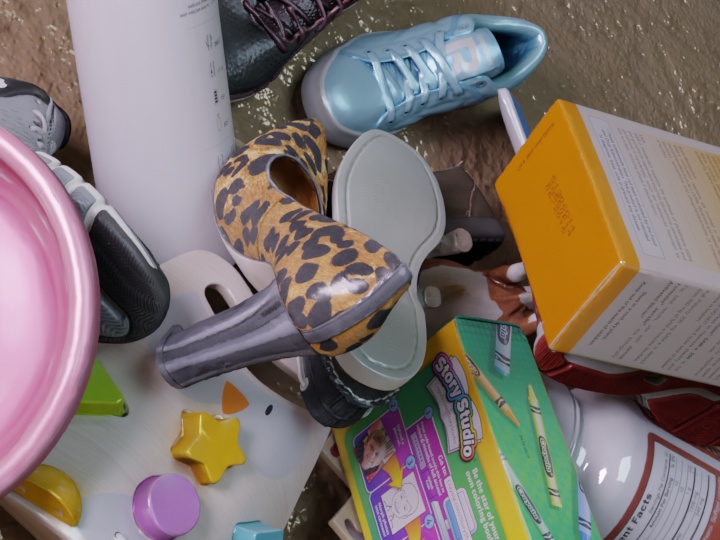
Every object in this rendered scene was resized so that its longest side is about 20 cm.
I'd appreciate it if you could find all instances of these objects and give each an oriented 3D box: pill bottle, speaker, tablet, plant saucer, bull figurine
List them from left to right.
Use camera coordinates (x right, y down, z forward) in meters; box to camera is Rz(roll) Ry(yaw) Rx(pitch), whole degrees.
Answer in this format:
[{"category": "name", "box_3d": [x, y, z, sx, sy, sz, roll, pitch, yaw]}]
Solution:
[{"category": "plant saucer", "box_3d": [-0.213, 0.022, 0.754, 0.051, 0.200, 0.201, 48, 29, -79]}, {"category": "speaker", "box_3d": [-0.109, -0.096, 0.871, 0.081, 0.081, 0.200, -33, 128, -43]}, {"category": "bull figurine", "box_3d": [0.065, 0.022, 1.020, 0.200, 0.121, 0.065, 0, 71, -35]}, {"category": "tablet", "box_3d": [0.134, -0.025, 1.116, 0.130, 0.014, 0.200, -1, 70, -81]}, {"category": "pill bottle", "box_3d": [0.162, 0.140, 1.006, 0.200, 0.112, 0.112, 30, 56, -23]}]

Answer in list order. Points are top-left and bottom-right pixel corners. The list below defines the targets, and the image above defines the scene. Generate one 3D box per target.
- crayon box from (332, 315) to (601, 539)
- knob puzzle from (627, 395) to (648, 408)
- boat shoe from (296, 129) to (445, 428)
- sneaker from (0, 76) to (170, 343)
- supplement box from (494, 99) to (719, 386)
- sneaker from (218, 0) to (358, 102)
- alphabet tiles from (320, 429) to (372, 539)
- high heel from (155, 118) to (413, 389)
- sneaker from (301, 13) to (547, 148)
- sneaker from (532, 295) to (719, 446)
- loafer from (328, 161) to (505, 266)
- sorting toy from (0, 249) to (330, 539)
[{"category": "crayon box", "box_3d": [0.063, 0.140, 0.897, 0.058, 0.119, 0.200, 10, 51, -40]}, {"category": "knob puzzle", "box_3d": [0.179, 0.030, 1.098, 0.220, 0.030, 0.220, -18, 90, -78]}, {"category": "boat shoe", "box_3d": [0.000, 0.000, 0.905, 0.076, 0.060, 0.200, 31, 39, -14]}, {"category": "sneaker", "box_3d": [-0.161, -0.048, 0.839, 0.200, 0.075, 0.115, 35, 28, 7]}, {"category": "supplement box", "box_3d": [0.185, -0.006, 0.897, 0.200, 0.074, 0.126, 13, 42, -26]}, {"category": "sneaker", "box_3d": [-0.029, -0.183, 1.010, 0.076, 0.115, 0.200, 53, 48, -13]}, {"category": "alphabet tiles", "box_3d": [0.059, 0.139, 1.001, 0.166, 0.006, 0.200, 49, 36, -1]}, {"category": "high heel", "box_3d": [-0.012, -0.027, 0.820, 0.071, 0.142, 0.200, 51, 39, -27]}, {"category": "sneaker", "box_3d": [0.047, -0.138, 1.083, 0.200, 0.082, 0.074, -25, 91, -43]}, {"category": "sneaker", "box_3d": [0.182, 0.025, 0.968, 0.200, 0.078, 0.116, 26, 45, -33]}, {"category": "loafer", "box_3d": [0.003, -0.039, 1.025, 0.200, 0.073, 0.071, 3, 61, -45]}, {"category": "sorting toy", "box_3d": [-0.094, 0.089, 0.843, 0.200, 0.107, 0.180, 47, 59, -18]}]
